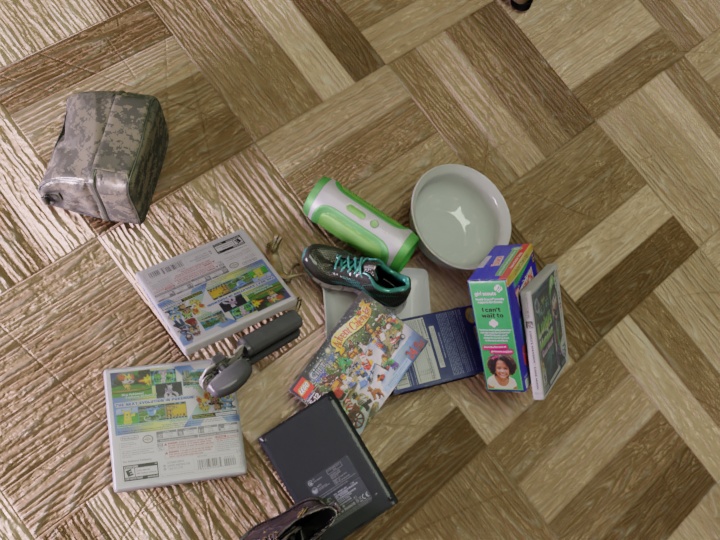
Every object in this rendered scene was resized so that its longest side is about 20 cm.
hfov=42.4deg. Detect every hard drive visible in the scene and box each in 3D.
[{"bbox_3d":[-0.051,0.309,1.442,0.139,0.033,0.201,-31,84,-3],"label":"hard drive"}]

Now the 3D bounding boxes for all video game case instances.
[{"bbox_3d":[-0.231,0.030,1.483,0.198,0.022,0.183,-24,53,-24],"label":"video game case"},{"bbox_3d":[-0.283,0.233,1.419,0.197,0.022,0.185,-4,71,-20],"label":"video game case"},{"bbox_3d":[0.316,0.099,1.577,0.200,0.023,0.184,-30,112,-62],"label":"video game case"}]

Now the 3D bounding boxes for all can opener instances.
[{"bbox_3d":[-0.162,0.135,1.441,0.199,0.054,0.067,-29,62,-35],"label":"can opener"}]

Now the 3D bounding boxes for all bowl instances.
[{"bbox_3d":[0.166,-0.081,1.672,0.199,0.090,0.204,8,67,-18],"label":"bowl"}]

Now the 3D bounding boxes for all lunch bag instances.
[{"bbox_3d":[-0.412,-0.187,1.484,0.165,0.140,0.202,8,63,2],"label":"lunch bag"}]

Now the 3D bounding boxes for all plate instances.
[{"bbox_3d":[0.028,0.090,1.589,0.197,0.032,0.203,4,68,-19],"label":"plate"}]

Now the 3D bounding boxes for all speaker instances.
[{"bbox_3d":[0.001,-0.078,1.602,0.199,0.089,0.089,34,62,8],"label":"speaker"}]

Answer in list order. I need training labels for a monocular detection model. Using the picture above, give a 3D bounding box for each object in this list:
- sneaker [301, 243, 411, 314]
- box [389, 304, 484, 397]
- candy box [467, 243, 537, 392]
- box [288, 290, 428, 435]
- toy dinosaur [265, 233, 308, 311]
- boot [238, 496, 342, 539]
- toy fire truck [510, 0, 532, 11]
[{"bbox_3d":[0.000,0.000,1.545,0.198,0.091,0.078,23,62,-9],"label":"sneaker"},{"bbox_3d":[0.123,0.134,1.571,0.198,0.032,0.123,-10,76,-23],"label":"box"},{"bbox_3d":[0.252,0.076,1.562,0.169,0.076,0.202,-42,122,-57],"label":"candy box"},{"bbox_3d":[-0.003,0.154,1.494,0.136,0.038,0.201,36,87,4],"label":"box"},{"bbox_3d":[-0.149,0.041,1.544,0.100,0.058,0.202,17,63,5],"label":"toy dinosaur"},{"bbox_3d":[-0.115,0.386,1.325,0.199,0.174,0.070,-37,85,-8],"label":"boot"},{"bbox_3d":[0.328,-0.683,1.965,0.199,0.129,0.176,39,62,12],"label":"toy fire truck"}]
